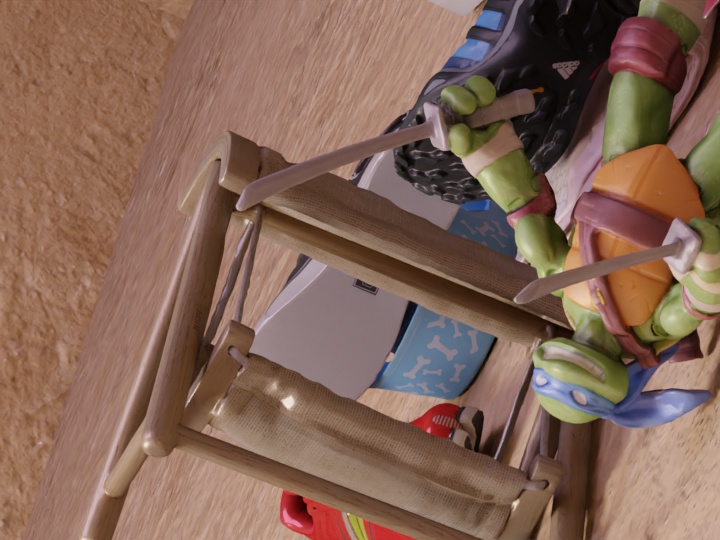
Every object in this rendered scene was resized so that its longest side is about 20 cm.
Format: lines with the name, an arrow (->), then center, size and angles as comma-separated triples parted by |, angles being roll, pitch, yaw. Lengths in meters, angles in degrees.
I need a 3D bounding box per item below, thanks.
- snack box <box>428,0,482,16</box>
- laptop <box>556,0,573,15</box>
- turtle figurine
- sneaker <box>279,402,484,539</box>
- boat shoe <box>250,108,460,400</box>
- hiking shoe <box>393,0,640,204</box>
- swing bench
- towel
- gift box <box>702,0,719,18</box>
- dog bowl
snack box -> 0.095, -0.260, 1.946 | 0.200, 0.053, 0.143 | 145, 146, -74
laptop -> 0.165, -0.217, 1.340 | 0.187, 0.199, 0.116 | -94, -11, -68
turtle figurine -> 0.099, -0.049, 1.147 | 0.194, 0.200, 0.144 | -61, 24, -10
sneaker -> 0.004, 0.111, 1.538 | 0.200, 0.085, 0.077 | 132, 157, -65
boat shoe -> 0.000, 0.000, 1.592 | 0.200, 0.068, 0.057 | -57, 11, 24
hiking shoe -> 0.087, -0.110, 1.466 | 0.200, 0.074, 0.087 | -47, 16, 41
swing bench -> 0.004, 0.049, 1.336 | 0.130, 0.198, 0.201 | 128, 161, -57
towel -> 0.131, -0.114, 1.495 | 0.201, 0.032, 0.191 | -79, 14, -44
gift box -> 0.182, -0.140, 0.807 | 0.185, 0.186, 0.200 | -81, 17, -55
dog bowl -> 0.046, -0.002, 1.666 | 0.200, 0.049, 0.112 | -88, 21, -62
